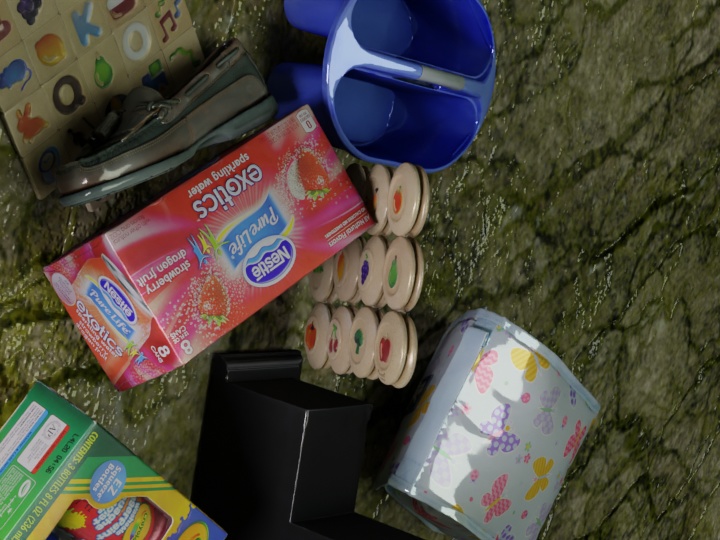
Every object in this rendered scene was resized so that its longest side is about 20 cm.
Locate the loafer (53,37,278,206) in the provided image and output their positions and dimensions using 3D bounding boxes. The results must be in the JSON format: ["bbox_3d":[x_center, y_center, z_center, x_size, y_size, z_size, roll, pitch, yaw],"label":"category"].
[{"bbox_3d":[-0.135,-0.099,1.172,0.200,0.071,0.063,-32,106,-49],"label":"loafer"}]

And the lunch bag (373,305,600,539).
[{"bbox_3d":[0.098,0.135,1.488,0.171,0.126,0.200,-64,150,-10],"label":"lunch bag"}]

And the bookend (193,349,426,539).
[{"bbox_3d":[-0.023,0.178,1.293,0.092,0.198,0.202,0,101,-50],"label":"bookend"}]

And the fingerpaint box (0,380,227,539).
[{"bbox_3d":[-0.205,0.203,1.155,0.201,0.073,0.167,-53,137,-12],"label":"fingerpaint box"}]

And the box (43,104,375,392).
[{"bbox_3d":[-0.098,-0.017,1.193,0.200,0.095,0.100,-36,99,-38],"label":"box"}]

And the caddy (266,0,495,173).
[{"bbox_3d":[0.025,-0.150,1.314,0.199,0.104,0.143,6,98,-51],"label":"caddy"}]

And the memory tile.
[{"bbox_3d":[0.000,0.000,1.264,0.017,0.200,0.155,6,89,-21],"label":"memory tile"}]

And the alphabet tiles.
[{"bbox_3d":[-0.175,-0.146,1.153,0.166,0.006,0.201,-44,133,-33],"label":"alphabet tiles"}]
